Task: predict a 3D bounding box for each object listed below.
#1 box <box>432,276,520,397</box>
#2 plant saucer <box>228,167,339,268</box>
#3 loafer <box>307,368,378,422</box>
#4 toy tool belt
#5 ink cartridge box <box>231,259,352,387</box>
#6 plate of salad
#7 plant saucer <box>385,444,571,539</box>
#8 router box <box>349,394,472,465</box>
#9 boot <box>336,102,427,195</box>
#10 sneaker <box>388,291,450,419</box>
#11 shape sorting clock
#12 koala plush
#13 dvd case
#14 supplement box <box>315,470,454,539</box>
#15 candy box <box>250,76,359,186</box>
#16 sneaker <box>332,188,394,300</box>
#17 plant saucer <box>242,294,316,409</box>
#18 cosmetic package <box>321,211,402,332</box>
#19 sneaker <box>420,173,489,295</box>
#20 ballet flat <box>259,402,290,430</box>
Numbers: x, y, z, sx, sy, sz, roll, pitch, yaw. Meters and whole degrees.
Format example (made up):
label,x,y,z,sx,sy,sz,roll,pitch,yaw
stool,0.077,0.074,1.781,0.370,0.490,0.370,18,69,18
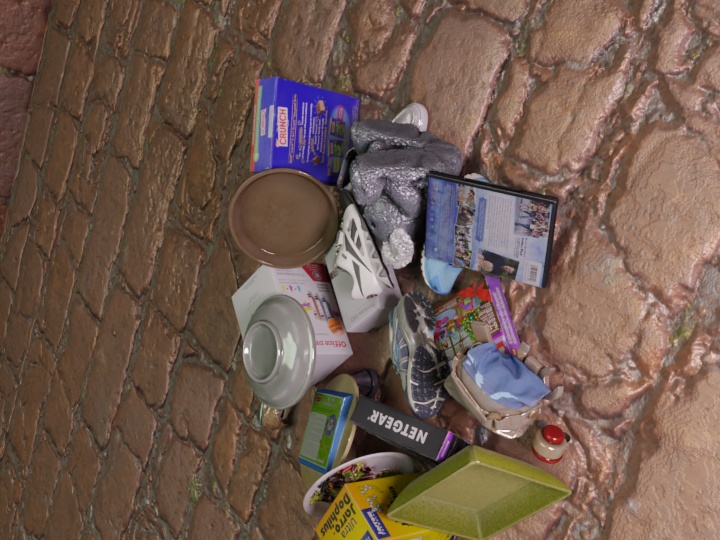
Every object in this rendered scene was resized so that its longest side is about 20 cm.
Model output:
label,x,y,z,sx,sy,sz,roll,pitch,yaw
box,0.160,0.114,1.310,0.199,0.039,0.139,-36,62,40
plant saucer,-0.136,-0.095,1.459,0.201,0.198,0.030,-58,20,26
loafer,-0.047,0.240,1.512,0.200,0.062,0.073,-44,55,36
toy tool belt,0.218,0.167,1.153,0.199,0.124,0.124,36,129,29
ink cartridge box,-0.131,0.105,1.557,0.144,0.144,0.203,-39,60,37
plate of salad,0.002,0.364,1.343,0.201,0.198,0.048,-52,44,31
plant saucer,0.167,0.318,1.184,0.199,0.198,0.048,-43,38,36
router box,0.099,0.267,1.280,0.198,0.149,0.052,13,73,47
boot,0.035,-0.210,1.436,0.074,0.095,0.202,52,123,36
sneaker,0.087,0.142,1.320,0.086,0.076,0.204,-36,54,54
shape sorting clock,-0.052,0.276,1.407,0.200,0.039,0.203,-50,31,44
koala plush,0.066,-0.117,1.334,0.179,0.180,0.202,-89,4,-52
dvd case,0.189,-0.062,1.212,0.197,0.018,0.145,16,124,24
supplement box,0.048,0.402,1.291,0.110,0.198,0.110,51,122,36
candy box,-0.102,-0.252,1.515,0.076,0.198,0.173,4,89,47
sneaker,-0.017,-0.044,1.396,0.087,0.074,0.203,-24,66,9
plant saucer,-0.158,0.144,1.441,0.198,0.050,0.204,-5,83,46
cosmetic package,0.000,0.000,1.475,0.101,0.073,0.203,-39,58,39
sneaker,0.163,-0.048,1.296,0.090,0.078,0.203,37,114,39
ballet flat,-0.160,0.222,1.652,0.064,0.070,0.204,4,93,20
